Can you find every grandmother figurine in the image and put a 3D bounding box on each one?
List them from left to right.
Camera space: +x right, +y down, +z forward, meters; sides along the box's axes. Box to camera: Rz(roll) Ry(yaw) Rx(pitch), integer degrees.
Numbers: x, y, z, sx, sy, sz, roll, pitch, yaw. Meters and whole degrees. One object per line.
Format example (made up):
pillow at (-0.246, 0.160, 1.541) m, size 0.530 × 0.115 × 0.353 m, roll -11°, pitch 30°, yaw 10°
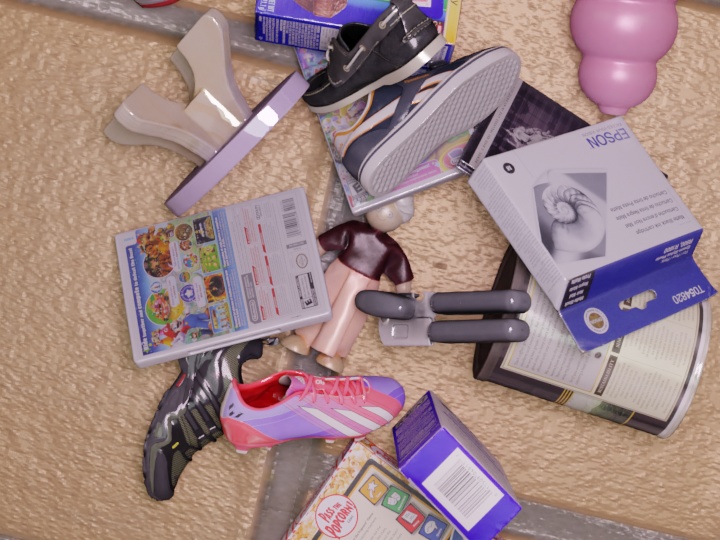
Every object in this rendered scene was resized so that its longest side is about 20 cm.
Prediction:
grandmother figurine at (0.000, 0.000, 1.508) m, size 0.120 × 0.061 × 0.202 m, roll 24°, pitch 96°, yaw -11°

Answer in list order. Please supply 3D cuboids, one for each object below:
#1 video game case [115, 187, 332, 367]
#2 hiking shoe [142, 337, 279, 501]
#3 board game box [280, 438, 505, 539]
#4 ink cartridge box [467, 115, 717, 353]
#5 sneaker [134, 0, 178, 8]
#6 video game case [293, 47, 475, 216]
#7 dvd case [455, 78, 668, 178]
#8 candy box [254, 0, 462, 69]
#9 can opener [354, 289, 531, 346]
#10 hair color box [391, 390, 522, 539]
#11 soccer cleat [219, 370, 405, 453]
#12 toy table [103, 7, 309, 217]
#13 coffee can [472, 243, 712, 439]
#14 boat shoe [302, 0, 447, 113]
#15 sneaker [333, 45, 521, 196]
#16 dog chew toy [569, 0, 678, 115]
video game case at (-0.138, 0.006, 1.485) m, size 0.197 × 0.018 × 0.145 m, roll -14°, pitch 65°, yaw 0°
hiking shoe at (-0.153, 0.146, 1.507) m, size 0.099 × 0.076 × 0.202 m, roll 21°, pitch 93°, yaw 1°
board game box at (0.032, 0.287, 1.533) m, size 0.199 × 0.046 × 0.152 m, roll 36°, pitch 93°, yaw -3°
ink cartridge box at (0.229, -0.041, 1.409) m, size 0.198 × 0.041 × 0.201 m, roll -19°, pitch 68°, yaw -35°
sneaker at (-0.250, -0.331, 1.483) m, size 0.200 × 0.112 × 0.071 m, roll 43°, pitch 96°, yaw 27°
video game case at (0.026, -0.172, 1.487) m, size 0.141 × 0.018 × 0.202 m, roll -20°, pitch 78°, yaw 2°
dvd case at (0.202, -0.097, 1.474) m, size 0.199 × 0.016 × 0.149 m, roll 33°, pitch 49°, yaw -3°
candy box at (0.005, -0.299, 1.457) m, size 0.197 × 0.077 × 0.172 m, roll 9°, pitch 78°, yaw -3°
can opener at (0.076, 0.045, 1.417) m, size 0.066 × 0.198 × 0.054 m, roll 8°, pitch 83°, yaw -44°
hair color box at (0.089, 0.190, 1.449) m, size 0.065 × 0.200 × 0.109 m, roll -44°, pitch 94°, yaw 4°
soccer cleat at (-0.043, 0.129, 1.481) m, size 0.197 × 0.067 × 0.077 m, roll -8°, pitch 129°, yaw -20°
toy table at (-0.154, -0.155, 1.443) m, size 0.117 × 0.184 × 0.200 m, roll 43°, pitch 113°, yaw -9°
coffee can at (0.225, 0.066, 1.468) m, size 0.197 × 0.146 × 0.148 m, roll 18°, pitch 94°, yaw -2°
boat shoe at (0.001, -0.202, 1.397) m, size 0.068 × 0.199 × 0.072 m, roll 48°, pitch 59°, yaw -15°
sneaker at (0.060, -0.161, 1.431) m, size 0.199 × 0.079 × 0.079 m, roll -38°, pitch 58°, yaw -12°
dog chew toy at (0.259, -0.254, 1.463) m, size 0.123 × 0.125 × 0.203 m, roll 6°, pitch 102°, yaw -1°
